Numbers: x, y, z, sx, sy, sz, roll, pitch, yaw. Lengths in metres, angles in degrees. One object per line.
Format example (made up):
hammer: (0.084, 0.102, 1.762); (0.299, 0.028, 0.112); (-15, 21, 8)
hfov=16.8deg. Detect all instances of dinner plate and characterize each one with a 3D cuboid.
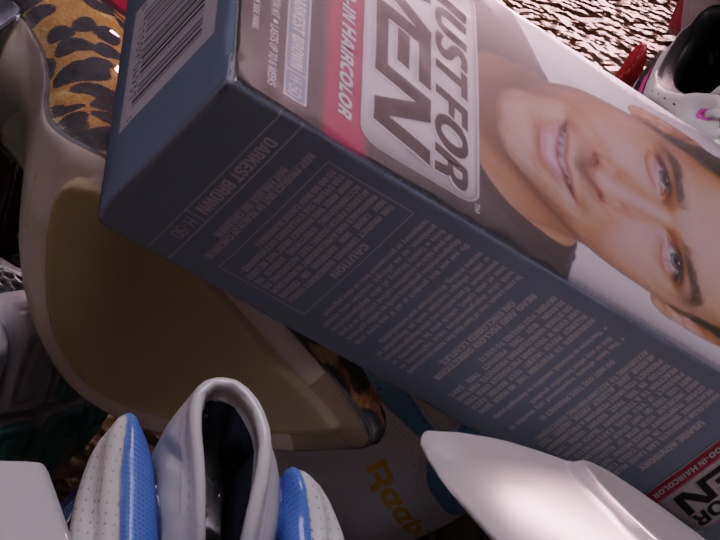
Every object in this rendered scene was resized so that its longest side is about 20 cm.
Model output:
dinner plate: (0.097, 0.095, 0.575); (0.200, 0.024, 0.200); (39, 3, -2)

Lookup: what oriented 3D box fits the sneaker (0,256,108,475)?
sneaker: (-0.165, 0.024, 0.683); (0.200, 0.078, 0.091); (-2, 31, -46)

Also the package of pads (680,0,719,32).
package of pads: (0.195, -0.099, 0.932); (0.068, 0.200, 0.154); (-30, 52, -27)

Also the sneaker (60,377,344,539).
sneaker: (-0.038, 0.072, 0.587); (0.080, 0.147, 0.200); (12, 32, -9)

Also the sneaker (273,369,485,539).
sneaker: (0.000, 0.000, 0.732); (0.081, 0.077, 0.200); (-26, 47, 13)

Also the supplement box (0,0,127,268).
supplement box: (-0.066, -0.051, 0.859); (0.200, 0.061, 0.109); (-8, 38, -38)

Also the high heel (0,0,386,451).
high heel: (-0.048, -0.023, 0.697); (0.200, 0.072, 0.143); (32, 30, 20)

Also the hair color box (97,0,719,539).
hair color box: (0.033, -0.016, 0.643); (0.200, 0.061, 0.099); (30, 38, -25)

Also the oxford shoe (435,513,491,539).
oxford shoe: (0.026, 0.040, 0.776); (0.075, 0.071, 0.200); (-13, 35, 10)

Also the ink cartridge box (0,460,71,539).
ink cartridge box: (-0.085, 0.148, 0.441); (0.084, 0.146, 0.200); (2, 34, -23)

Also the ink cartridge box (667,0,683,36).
ink cartridge box: (0.221, -0.191, 1.148); (0.085, 0.148, 0.200); (22, 30, 5)

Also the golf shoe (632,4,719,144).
golf shoe: (0.122, -0.024, 0.882); (0.072, 0.092, 0.200); (13, 32, -9)

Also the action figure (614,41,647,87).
action figure: (0.025, -0.115, 0.980); (0.200, 0.099, 0.065); (11, 30, -6)
